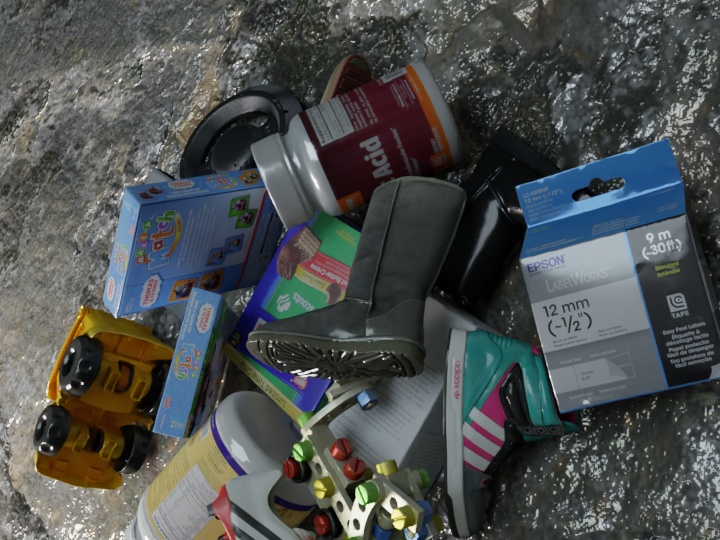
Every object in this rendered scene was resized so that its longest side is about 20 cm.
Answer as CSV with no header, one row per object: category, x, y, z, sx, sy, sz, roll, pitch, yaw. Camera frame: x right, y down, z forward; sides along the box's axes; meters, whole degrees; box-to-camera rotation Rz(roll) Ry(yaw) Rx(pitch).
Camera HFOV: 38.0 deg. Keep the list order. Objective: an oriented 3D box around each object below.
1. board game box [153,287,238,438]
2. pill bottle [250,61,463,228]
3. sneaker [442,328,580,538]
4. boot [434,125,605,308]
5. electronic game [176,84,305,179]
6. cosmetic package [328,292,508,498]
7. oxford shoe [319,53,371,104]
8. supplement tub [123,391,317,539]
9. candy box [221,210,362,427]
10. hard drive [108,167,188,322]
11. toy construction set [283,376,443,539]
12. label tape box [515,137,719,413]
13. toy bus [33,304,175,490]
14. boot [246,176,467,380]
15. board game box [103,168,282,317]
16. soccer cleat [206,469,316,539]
board game box,-0.178,0.108,1.153,0.036,0.200,0.152,14,81,0
pill bottle,-0.005,-0.126,1.082,0.199,0.114,0.114,-24,56,1
sneaker,0.136,0.149,0.939,0.120,0.084,0.201,1,108,8
boot,0.140,-0.035,1.005,0.163,0.073,0.198,-53,42,9
electronic game,-0.150,-0.145,1.301,0.199,0.042,0.201,-17,56,26
cosmetic package,0.049,0.126,1.022,0.101,0.071,0.201,34,98,41
oxford shoe,-0.044,-0.155,1.205,0.074,0.071,0.201,13,83,45
supplement tub,-0.140,0.242,1.091,0.200,0.145,0.146,-49,50,16
candy box,-0.038,0.049,1.121,0.169,0.077,0.201,34,98,42
hard drive,-0.240,-0.034,1.351,0.200,0.033,0.140,33,97,42
toy construction set,-0.003,0.173,0.940,0.131,0.092,0.200,-60,37,39
label tape box,0.213,0.005,0.874,0.143,0.066,0.201,-16,88,23
toy bus,-0.336,0.145,1.312,0.192,0.135,0.201,34,100,55
boot,-0.001,0.001,0.971,0.181,0.073,0.201,3,60,13
board game box,-0.175,-0.034,1.148,0.037,0.199,0.152,45,131,31
soccer cleat,-0.072,0.281,0.962,0.085,0.069,0.201,-23,75,-2
